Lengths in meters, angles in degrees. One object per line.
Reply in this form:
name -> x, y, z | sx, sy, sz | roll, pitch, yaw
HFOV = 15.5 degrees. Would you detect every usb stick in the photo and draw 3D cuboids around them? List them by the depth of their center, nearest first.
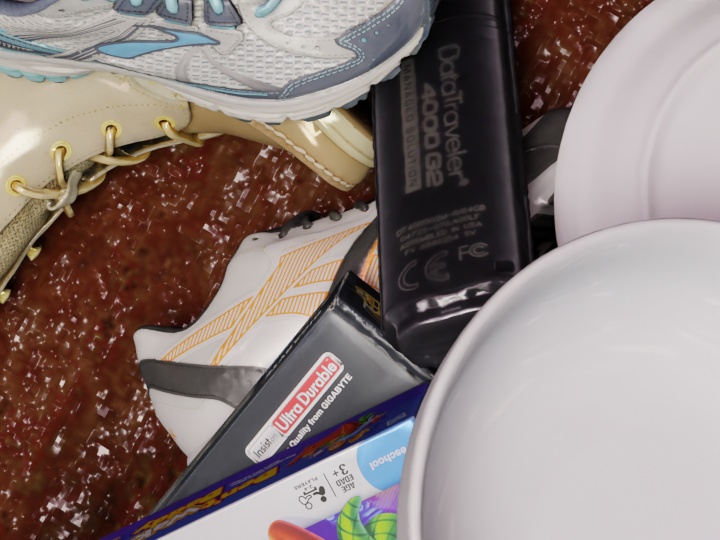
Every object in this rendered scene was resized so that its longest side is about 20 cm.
usb stick -> 0.030, -0.047, 0.924 | 0.055, 0.033, 0.201 | -15, 42, 12

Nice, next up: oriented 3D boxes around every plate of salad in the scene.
plate of salad -> 0.165, -0.017, 0.923 | 0.199, 0.048, 0.201 | 0, 71, -1

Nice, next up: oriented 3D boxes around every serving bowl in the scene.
serving bowl -> 0.098, 0.089, 0.831 | 0.199, 0.066, 0.201 | 6, 72, -17

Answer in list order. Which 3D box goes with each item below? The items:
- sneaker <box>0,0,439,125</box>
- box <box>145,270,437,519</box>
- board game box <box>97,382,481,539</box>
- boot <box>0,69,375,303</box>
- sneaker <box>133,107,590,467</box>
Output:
sneaker -> -0.071, -0.099, 0.908 | 0.199, 0.086, 0.078 | 1, 77, 21
box -> -0.006, 0.126, 0.925 | 0.159, 0.046, 0.200 | 40, 105, -3
board game box -> -0.036, 0.142, 0.885 | 0.199, 0.045, 0.135 | -27, 98, 12
boot -> -0.101, -0.041, 0.990 | 0.199, 0.073, 0.156 | 32, 89, 21
sneaker -> 0.000, 0.000, 0.962 | 0.200, 0.074, 0.080 | -38, 73, 7
